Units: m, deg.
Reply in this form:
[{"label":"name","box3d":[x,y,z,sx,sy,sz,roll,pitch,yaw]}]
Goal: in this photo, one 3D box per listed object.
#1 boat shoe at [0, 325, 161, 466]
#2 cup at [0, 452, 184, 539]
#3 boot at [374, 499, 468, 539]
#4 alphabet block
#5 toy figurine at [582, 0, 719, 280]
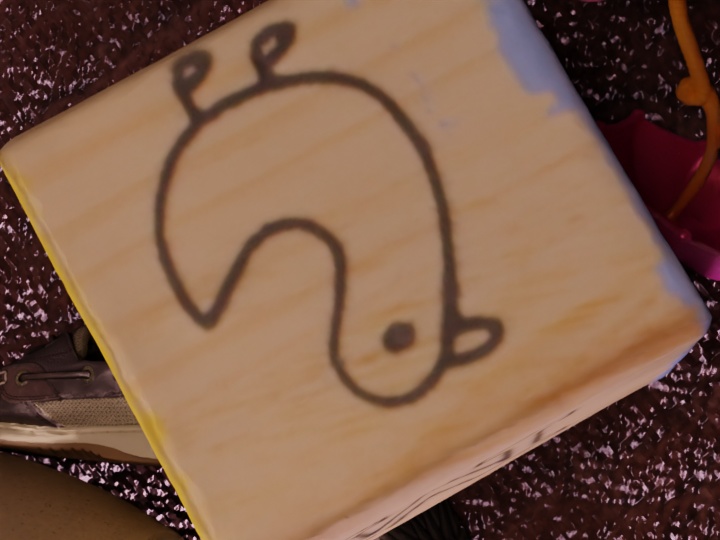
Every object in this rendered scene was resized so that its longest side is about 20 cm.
[{"label":"boat shoe","box3d":[-0.131,0.060,1.044,0.200,0.073,0.065,3,84,23]},{"label":"cup","box3d":[-0.151,0.172,0.991,0.143,0.200,0.200,-7,93,22]},{"label":"boot","box3d":[-0.024,0.195,1.015,0.200,0.073,0.182,-35,80,30]},{"label":"alphabet block","box3d":[0.000,0.000,0.868,0.200,0.196,0.195,-30,80,-2]},{"label":"toy figurine","box3d":[0.161,-0.083,0.858,0.200,0.150,0.184,-2,126,13]}]
